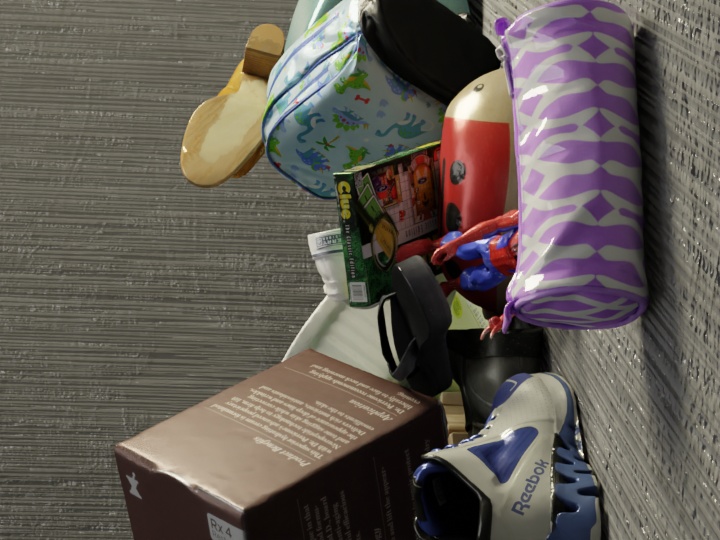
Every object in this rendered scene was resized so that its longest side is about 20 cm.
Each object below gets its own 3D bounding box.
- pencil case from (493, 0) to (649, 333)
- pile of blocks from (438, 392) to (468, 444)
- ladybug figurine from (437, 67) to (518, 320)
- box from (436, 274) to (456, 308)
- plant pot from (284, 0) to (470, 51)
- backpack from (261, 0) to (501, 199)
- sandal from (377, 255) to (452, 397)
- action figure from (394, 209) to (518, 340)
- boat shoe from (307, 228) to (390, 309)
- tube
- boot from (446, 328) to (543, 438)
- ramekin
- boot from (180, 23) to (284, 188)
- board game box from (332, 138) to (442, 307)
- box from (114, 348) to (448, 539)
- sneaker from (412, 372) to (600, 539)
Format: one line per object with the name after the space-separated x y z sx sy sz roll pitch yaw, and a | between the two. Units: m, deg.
0.122 -0.063 1.012 0.084 0.085 0.201 99 171 -68 | pencil case
0.088 0.165 1.469 0.200 0.062 0.082 -101 14 -72 | pile of blocks
0.099 -0.060 1.356 0.136 0.072 0.201 -159 71 -85 | ladybug figurine
0.078 -0.059 1.579 0.200 0.077 0.095 -95 9 -55 | box
0.021 -0.222 1.733 0.196 0.196 0.201 -101 19 -70 | plant pot
-0.001 -0.155 1.533 0.200 0.163 0.154 -16 52 43 | backpack
0.033 0.044 1.292 0.076 0.043 0.200 60 171 22 | sandal
0.076 0.004 1.235 0.200 0.099 0.065 -17 104 58 | action figure
0.000 0.000 1.427 0.200 0.073 0.066 -1 -99 -73 | boat shoe
0.093 0.068 1.523 0.200 0.058 0.052 106 -172 -60 | tube
0.093 0.111 1.358 0.200 0.067 0.131 168 104 -79 | boot
0.014 0.082 1.613 0.201 0.098 0.201 -49 -17 -20 | ramekin
-0.117 -0.124 1.653 0.144 0.071 0.202 103 -172 -58 | boot
0.044 -0.044 1.382 0.200 0.023 0.105 -24 -68 -56 | board game box
-0.051 0.186 1.328 0.166 0.200 0.165 20 126 46 | box
0.089 0.130 1.155 0.200 0.115 0.081 -99 13 -65 | sneaker
